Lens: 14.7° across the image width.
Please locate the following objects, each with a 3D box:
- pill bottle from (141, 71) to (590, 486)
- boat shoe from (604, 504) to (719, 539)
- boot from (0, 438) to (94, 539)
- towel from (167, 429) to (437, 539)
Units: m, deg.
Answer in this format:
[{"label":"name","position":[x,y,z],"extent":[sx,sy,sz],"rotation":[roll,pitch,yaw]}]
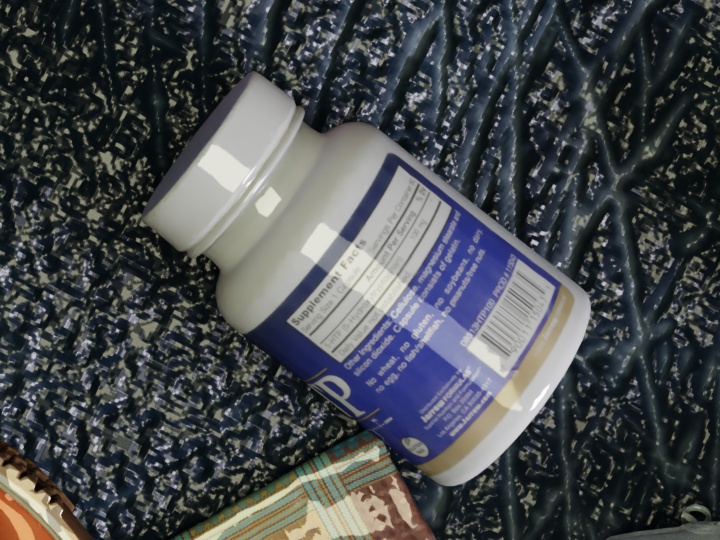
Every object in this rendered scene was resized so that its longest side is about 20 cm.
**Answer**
[{"label":"pill bottle","position":[0.000,0.000,1.338],"extent":[0.200,0.120,0.120],"rotation":[38,92,-9]},{"label":"boat shoe","position":[0.208,0.157,1.415],"extent":[0.201,0.065,0.075],"rotation":[-1,121,-1]},{"label":"boot","position":[-0.173,0.152,1.353],"extent":[0.107,0.075,0.200],"rotation":[-44,88,1]},{"label":"towel","position":[-0.045,0.189,1.408],"extent":[0.199,0.022,0.147],"rotation":[-30,100,-2]}]
